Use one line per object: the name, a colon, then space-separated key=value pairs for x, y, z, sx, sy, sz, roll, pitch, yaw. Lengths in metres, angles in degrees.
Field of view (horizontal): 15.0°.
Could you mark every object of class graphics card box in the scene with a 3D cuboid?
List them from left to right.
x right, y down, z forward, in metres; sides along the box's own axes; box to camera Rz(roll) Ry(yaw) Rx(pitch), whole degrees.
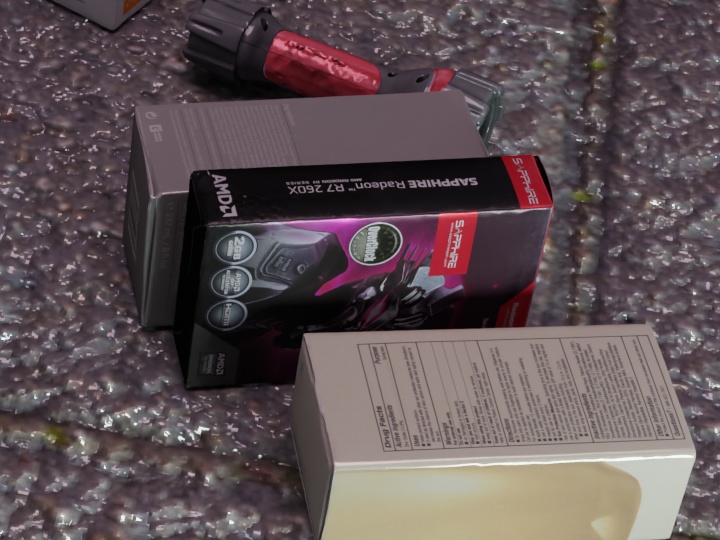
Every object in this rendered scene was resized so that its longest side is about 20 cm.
graphics card box: x=0.000 y=0.000 z=1.512 sx=0.199 sy=0.126 sz=0.051 roll=-2 pitch=44 yaw=-14

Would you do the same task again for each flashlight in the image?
flashlight: x=-0.012 y=-0.117 z=1.684 sx=0.199 sy=0.068 sz=0.068 roll=22 pitch=46 yaw=11

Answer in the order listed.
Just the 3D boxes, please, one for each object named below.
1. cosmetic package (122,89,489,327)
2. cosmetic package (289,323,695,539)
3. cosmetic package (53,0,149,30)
cosmetic package: x=-0.032 y=-0.036 z=1.561 sx=0.199 sy=0.107 sz=0.090 roll=-3 pitch=43 yaw=-12
cosmetic package: x=0.068 y=0.089 z=1.466 sx=0.199 sy=0.071 sz=0.105 roll=0 pitch=43 yaw=-12
cosmetic package: x=-0.147 y=-0.265 z=1.718 sx=0.071 sy=0.201 sz=0.101 roll=27 pitch=45 yaw=19
